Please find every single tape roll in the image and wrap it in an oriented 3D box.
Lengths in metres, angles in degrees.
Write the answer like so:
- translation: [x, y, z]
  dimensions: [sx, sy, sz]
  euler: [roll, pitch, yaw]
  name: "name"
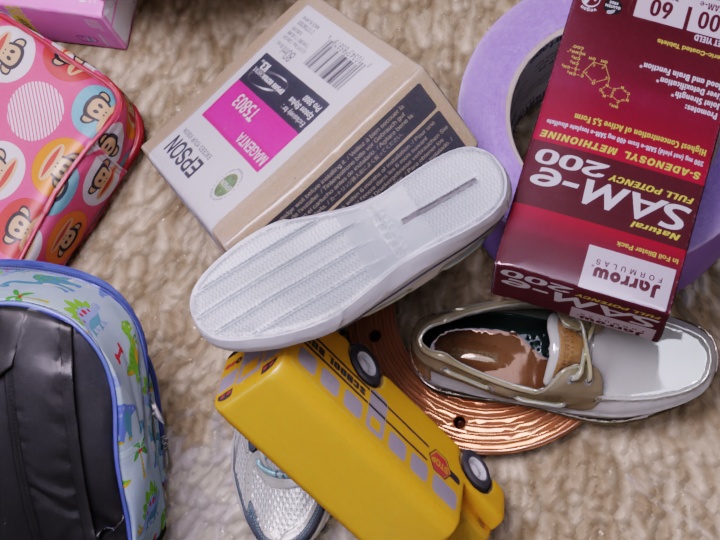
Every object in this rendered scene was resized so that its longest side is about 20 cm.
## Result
- translation: [0.161, -0.083, 1.019]
  dimensions: [0.197, 0.085, 0.203]
  euler: [-1, 71, 3]
  name: "tape roll"

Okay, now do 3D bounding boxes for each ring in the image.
- translation: [0.088, 0.023, 1.055]
  dimensions: [0.198, 0.019, 0.203]
  euler: [-2, 76, 9]
  name: "ring"

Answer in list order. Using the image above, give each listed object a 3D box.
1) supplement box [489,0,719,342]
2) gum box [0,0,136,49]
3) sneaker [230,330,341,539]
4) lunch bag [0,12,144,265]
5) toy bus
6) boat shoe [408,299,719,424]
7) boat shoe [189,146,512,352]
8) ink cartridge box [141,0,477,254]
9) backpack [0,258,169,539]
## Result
- translation: [0.156, -0.071, 0.939]
  dimensions: [0.107, 0.061, 0.202]
  euler: [15, 74, 8]
  name: "supplement box"
- translation: [-0.213, -0.273, 1.148]
  dimensions: [0.112, 0.066, 0.203]
  euler: [8, 79, 10]
  name: "gum box"
- translation: [-0.056, 0.083, 1.031]
  dimensions: [0.077, 0.086, 0.203]
  euler: [-2, 77, 10]
  name: "sneaker"
- translation: [-0.269, -0.076, 1.107]
  dimensions: [0.175, 0.082, 0.201]
  euler: [32, 85, 16]
  name: "lunch bag"
- translation: [0.004, 0.112, 0.965]
  dimensions: [0.065, 0.079, 0.200]
  euler: [-34, 114, 26]
  name: "toy bus"
- translation: [0.129, 0.057, 0.996]
  dimensions: [0.197, 0.068, 0.076]
  euler: [-1, 77, 8]
  name: "boat shoe"
- translation: [0.000, 0.000, 0.909]
  dimensions: [0.198, 0.067, 0.074]
  euler: [-22, 66, -2]
  name: "boat shoe"
- translation: [-0.040, -0.081, 1.016]
  dimensions: [0.165, 0.075, 0.200]
  euler: [-42, 32, -3]
  name: "ink cartridge box"
- translation: [-0.215, 0.095, 1.004]
  dimensions: [0.180, 0.147, 0.203]
  euler: [3, 110, 9]
  name: "backpack"
